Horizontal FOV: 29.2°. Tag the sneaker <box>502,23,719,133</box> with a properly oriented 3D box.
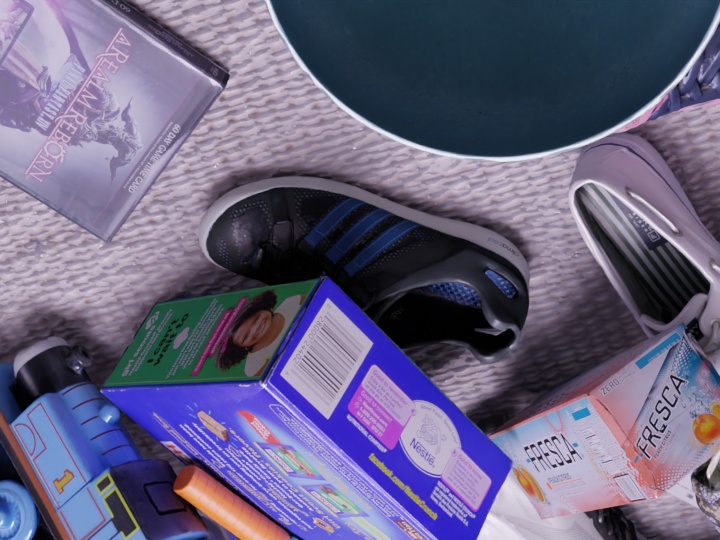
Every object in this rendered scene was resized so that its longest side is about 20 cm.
[{"bbox_3d":[0.155,-0.097,0.687,0.198,0.082,0.071,-7,126,15],"label":"sneaker"}]

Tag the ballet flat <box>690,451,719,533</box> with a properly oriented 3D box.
[{"bbox_3d":[0.264,0.086,0.795,0.072,0.072,0.201,32,125,-15],"label":"ballet flat"}]

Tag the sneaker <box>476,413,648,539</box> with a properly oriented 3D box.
[{"bbox_3d":[0.140,0.164,0.899,0.199,0.074,0.079,32,121,-15],"label":"sneaker"}]

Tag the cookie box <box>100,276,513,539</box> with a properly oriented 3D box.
[{"bbox_3d":[-0.037,0.092,0.818,0.171,0.076,0.199,45,151,-24],"label":"cookie box"}]

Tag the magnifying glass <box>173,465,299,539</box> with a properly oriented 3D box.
[{"bbox_3d":[-0.036,0.186,0.877,0.199,0.023,0.079,38,155,-21],"label":"magnifying glass"}]

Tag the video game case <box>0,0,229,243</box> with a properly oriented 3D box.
[{"bbox_3d":[-0.192,-0.115,0.776,0.199,0.019,0.143,34,125,-15],"label":"video game case"}]

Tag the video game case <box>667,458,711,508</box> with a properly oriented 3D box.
[{"bbox_3d":[0.272,0.096,0.853,0.199,0.022,0.183,28,127,-11],"label":"video game case"}]

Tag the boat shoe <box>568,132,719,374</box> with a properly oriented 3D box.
[{"bbox_3d":[0.176,0.020,0.746,0.200,0.067,0.073,48,128,-1],"label":"boat shoe"}]

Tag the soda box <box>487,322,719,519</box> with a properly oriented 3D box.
[{"bbox_3d":[0.136,0.089,0.767,0.064,0.068,0.200,56,164,5],"label":"soda box"}]

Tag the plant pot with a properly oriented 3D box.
[{"bbox_3d":[0.061,-0.170,0.614,0.197,0.135,0.202,5,128,6],"label":"plant pot"}]

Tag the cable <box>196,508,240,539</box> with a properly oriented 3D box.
[{"bbox_3d":[-0.152,0.245,0.910,0.198,0.201,0.070,-20,116,14],"label":"cable"}]

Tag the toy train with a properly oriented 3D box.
[{"bbox_3d":[-0.183,0.134,0.871,0.114,0.086,0.201,-40,70,16],"label":"toy train"}]

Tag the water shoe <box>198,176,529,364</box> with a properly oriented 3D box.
[{"bbox_3d":[0.000,0.000,0.791,0.197,0.079,0.072,9,128,3],"label":"water shoe"}]
